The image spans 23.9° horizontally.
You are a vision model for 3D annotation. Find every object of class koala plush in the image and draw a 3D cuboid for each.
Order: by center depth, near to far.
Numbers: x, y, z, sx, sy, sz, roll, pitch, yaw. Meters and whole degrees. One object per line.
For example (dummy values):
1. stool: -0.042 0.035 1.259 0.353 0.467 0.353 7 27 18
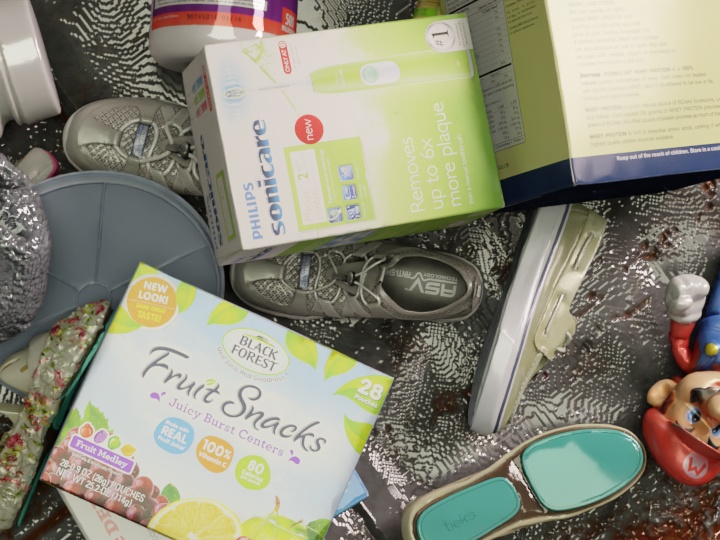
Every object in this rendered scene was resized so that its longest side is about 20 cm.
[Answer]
1. koala plush: -0.313 -0.011 1.126 0.184 0.200 0.177 43 107 1

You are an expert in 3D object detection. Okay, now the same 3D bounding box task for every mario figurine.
1. mario figurine: 0.288 0.072 1.307 0.123 0.106 0.201 19 75 31

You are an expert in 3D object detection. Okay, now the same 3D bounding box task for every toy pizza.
1. toy pizza: -0.201 0.014 1.275 0.199 0.032 0.201 -7 119 -12

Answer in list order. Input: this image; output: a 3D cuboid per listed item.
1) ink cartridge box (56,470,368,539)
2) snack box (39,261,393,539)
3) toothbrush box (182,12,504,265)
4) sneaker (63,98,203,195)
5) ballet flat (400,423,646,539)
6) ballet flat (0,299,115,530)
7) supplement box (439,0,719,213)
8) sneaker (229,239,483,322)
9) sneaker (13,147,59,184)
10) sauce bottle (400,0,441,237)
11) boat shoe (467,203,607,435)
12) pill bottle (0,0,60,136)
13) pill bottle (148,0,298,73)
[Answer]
1. ink cartridge box: -0.115 0.158 1.279 0.199 0.085 0.145 -31 89 -5
2. snack box: -0.101 0.111 1.207 0.199 0.068 0.169 25 83 -4
3. toothbrush box: -0.013 -0.094 1.221 0.199 0.086 0.146 -9 85 -17
4. sneaker: -0.123 -0.093 1.284 0.199 0.082 0.075 9 84 -8
5. ballet flat: 0.121 0.169 1.311 0.199 0.069 0.070 -17 88 -12
6. ballet flat: -0.245 0.102 1.252 0.064 0.076 0.201 25 105 -7
7. supplement box: 0.182 -0.159 1.270 0.199 0.134 0.201 -8 87 -30
8. sneaker: 0.000 0.000 1.300 0.199 0.082 0.075 2 86 -5
9. sneaker: -0.320 -0.041 1.276 0.199 0.081 0.088 -33 91 -7
10. sauce bottle: 0.049 -0.126 1.322 0.064 0.065 0.201 19 83 -4
11. boat shoe: 0.137 0.035 1.317 0.062 0.072 0.201 20 82 -1
12. pill bottle: -0.332 -0.136 1.264 0.199 0.114 0.115 -15 88 -6
13. pill bottle: -0.099 -0.251 1.293 0.112 0.112 0.201 4 86 -5
